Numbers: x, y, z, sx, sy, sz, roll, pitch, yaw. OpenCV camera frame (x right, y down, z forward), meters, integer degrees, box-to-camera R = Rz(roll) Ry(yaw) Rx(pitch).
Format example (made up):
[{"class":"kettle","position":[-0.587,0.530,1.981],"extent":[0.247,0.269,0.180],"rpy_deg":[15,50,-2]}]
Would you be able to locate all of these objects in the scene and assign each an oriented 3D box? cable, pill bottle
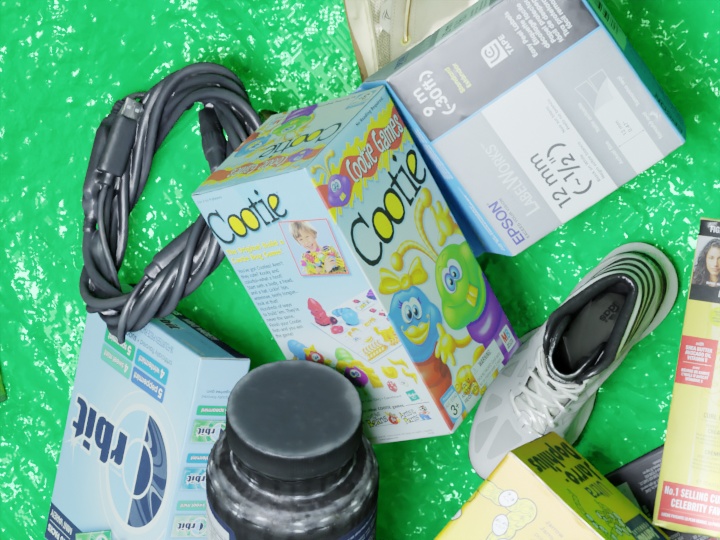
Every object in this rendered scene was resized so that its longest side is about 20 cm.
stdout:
[{"class":"cable","position":[-0.133,-0.044,1.619],"extent":[0.163,0.051,0.201],"rpy_deg":[-2,69,42]},{"class":"pill bottle","position":[-0.044,0.158,1.496],"extent":[0.111,0.112,0.201],"rpy_deg":[22,136,19]}]

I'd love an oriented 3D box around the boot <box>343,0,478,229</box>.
[{"class":"boot","position":[0.083,-0.129,1.550],"extent":[0.155,0.073,0.201],"rpy_deg":[-15,88,23]}]

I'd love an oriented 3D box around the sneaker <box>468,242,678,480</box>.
[{"class":"sneaker","position":[0.121,0.067,1.531],"extent":[0.076,0.115,0.201],"rpy_deg":[41,111,13]}]

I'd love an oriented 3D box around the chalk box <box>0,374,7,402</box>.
[{"class":"chalk box","position":[-0.354,0.063,1.732],"extent":[0.124,0.124,0.201],"rpy_deg":[-11,92,25]}]

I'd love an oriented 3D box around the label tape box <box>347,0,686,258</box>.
[{"class":"label tape box","position":[0.087,-0.091,1.490],"extent":[0.200,0.066,0.144],"rpy_deg":[-34,101,14]}]

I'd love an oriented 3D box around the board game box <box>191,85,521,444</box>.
[{"class":"board game box","position":[0.000,0.000,1.493],"extent":[0.105,0.103,0.201],"rpy_deg":[-11,117,41]}]

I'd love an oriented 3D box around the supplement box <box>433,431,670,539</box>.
[{"class":"supplement box","position":[0.086,0.216,1.485],"extent":[0.109,0.109,0.200],"rpy_deg":[43,105,12]}]

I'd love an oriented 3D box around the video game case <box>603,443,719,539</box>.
[{"class":"video game case","position":[0.234,0.202,1.549],"extent":[0.199,0.025,0.181],"rpy_deg":[-31,84,23]}]

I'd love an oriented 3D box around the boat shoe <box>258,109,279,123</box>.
[{"class":"boat shoe","position":[-0.008,-0.030,1.598],"extent":[0.200,0.074,0.066],"rpy_deg":[42,105,13]}]

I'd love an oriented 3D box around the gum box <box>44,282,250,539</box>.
[{"class":"gum box","position":[-0.155,0.129,1.652],"extent":[0.170,0.044,0.201],"rpy_deg":[30,112,53]}]

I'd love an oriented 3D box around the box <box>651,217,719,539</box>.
[{"class":"box","position":[0.241,0.071,1.493],"extent":[0.075,0.050,0.201],"rpy_deg":[10,90,27]}]
